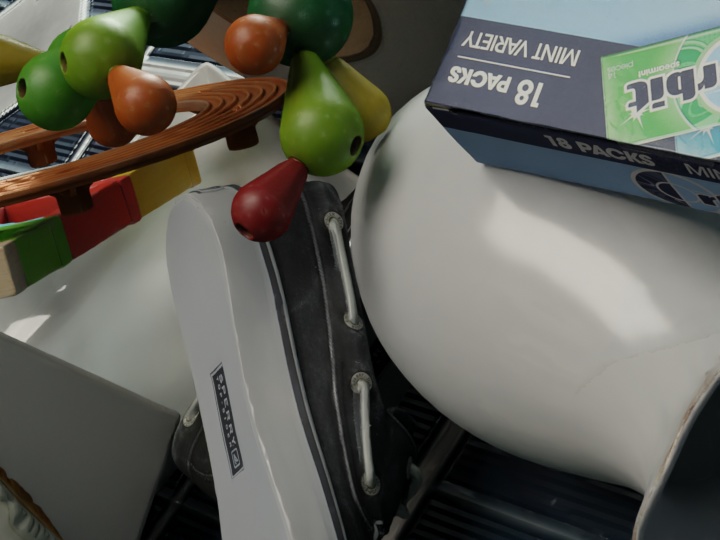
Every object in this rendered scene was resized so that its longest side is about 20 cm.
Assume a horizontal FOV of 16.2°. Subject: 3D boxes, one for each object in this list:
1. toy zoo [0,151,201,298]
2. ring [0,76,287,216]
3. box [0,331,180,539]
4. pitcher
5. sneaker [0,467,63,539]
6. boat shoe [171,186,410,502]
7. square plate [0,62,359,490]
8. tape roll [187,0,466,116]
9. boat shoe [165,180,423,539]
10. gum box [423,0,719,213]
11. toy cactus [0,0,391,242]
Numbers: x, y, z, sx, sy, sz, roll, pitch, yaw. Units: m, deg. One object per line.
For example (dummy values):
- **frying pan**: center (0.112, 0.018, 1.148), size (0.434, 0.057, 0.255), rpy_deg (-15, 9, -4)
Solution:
- **toy zoo**: center (-0.150, -0.017, 1.027), size (0.131, 0.021, 0.200), rpy_deg (-10, 13, 24)
- **ring**: center (-0.122, -0.041, 1.009), size (0.200, 0.019, 0.200), rpy_deg (-14, 12, 3)
- **box**: center (-0.166, 0.128, 0.938), size (0.124, 0.097, 0.200), rpy_deg (-1, 66, 53)
- **pitcher**: center (0.101, 0.000, 0.789), size (0.171, 0.121, 0.200), rpy_deg (-30, 38, -14)
- **sneaker**: center (-0.128, 0.119, 0.841), size (0.088, 0.200, 0.076), rpy_deg (-45, 7, -4)
- **boat shoe**: center (0.001, 0.001, 0.928), size (0.068, 0.074, 0.200), rpy_deg (31, 91, 43)
- **square plate**: center (-0.088, 0.019, 1.057), size (0.198, 0.028, 0.200), rpy_deg (-49, 32, -1)
- **tape roll**: center (-0.031, -0.128, 0.981), size (0.203, 0.203, 0.037), rpy_deg (2, 55, 51)
- **boat shoe**: center (-0.011, 0.066, 0.843), size (0.072, 0.068, 0.200), rpy_deg (139, 119, -62)
- **gum box**: center (0.132, -0.112, 0.724), size (0.170, 0.045, 0.200), rpy_deg (14, 73, 32)
- **toy cactus**: center (-0.044, -0.100, 0.843), size (0.165, 0.102, 0.200), rpy_deg (-46, 42, -7)
